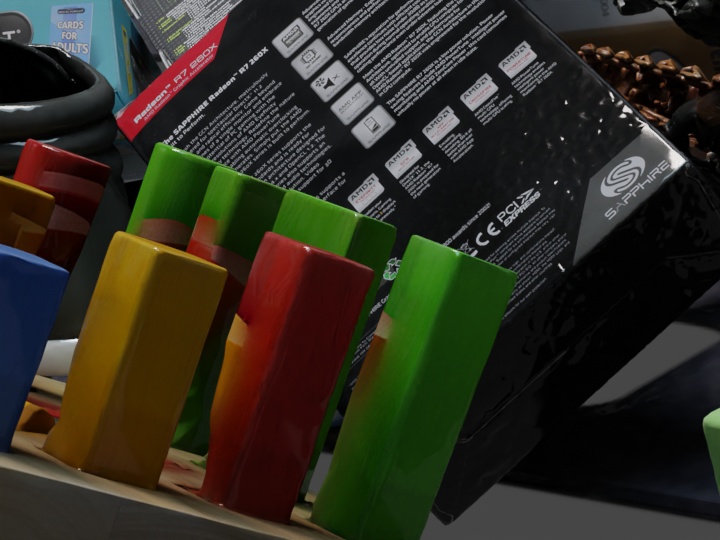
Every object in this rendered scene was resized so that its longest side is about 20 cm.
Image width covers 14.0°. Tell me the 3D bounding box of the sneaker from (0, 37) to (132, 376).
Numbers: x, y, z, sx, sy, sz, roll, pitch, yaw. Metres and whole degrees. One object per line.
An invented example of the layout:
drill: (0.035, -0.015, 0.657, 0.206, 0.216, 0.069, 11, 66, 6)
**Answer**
sneaker: (-0.132, -0.030, 0.967, 0.070, 0.100, 0.200, -12, 15, -35)

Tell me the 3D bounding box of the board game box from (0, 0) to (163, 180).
board game box: (-0.161, -0.068, 1.188, 0.150, 0.047, 0.200, -6, -8, 1)

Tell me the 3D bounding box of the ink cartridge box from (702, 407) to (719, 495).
ink cartridge box: (0.185, 0.058, 0.649, 0.117, 0.068, 0.200, -21, 17, -26)

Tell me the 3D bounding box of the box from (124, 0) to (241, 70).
box: (0.001, -0.143, 1.183, 0.200, 0.044, 0.160, -39, 34, 3)

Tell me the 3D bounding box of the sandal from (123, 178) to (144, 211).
sandal: (-0.045, -0.038, 1.194, 0.199, 0.043, 0.076, -11, 17, 10)

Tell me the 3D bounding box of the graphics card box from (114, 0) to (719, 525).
graphics card box: (0.016, -0.028, 0.902, 0.125, 0.051, 0.200, -42, 41, 0)

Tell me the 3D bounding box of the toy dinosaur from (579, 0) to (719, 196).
toy dinosaur: (0.130, -0.042, 0.969, 0.135, 0.103, 0.200, 21, -17, -34)

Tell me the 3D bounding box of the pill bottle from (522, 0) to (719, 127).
pill bottle: (0.172, -0.116, 1.153, 0.199, 0.115, 0.114, -4, 19, 31)

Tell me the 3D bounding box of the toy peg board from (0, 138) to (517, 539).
toy peg board: (-0.076, 0.009, 0.766, 0.199, 0.098, 0.200, 19, 1, -37)

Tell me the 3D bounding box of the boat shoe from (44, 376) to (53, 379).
boat shoe: (-0.174, 0.038, 1.010, 0.073, 0.063, 0.200, -27, 21, -38)

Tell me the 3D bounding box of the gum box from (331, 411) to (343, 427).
gum box: (0.000, 0.000, 1.031, 0.169, 0.045, 0.200, -11, 18, 9)
